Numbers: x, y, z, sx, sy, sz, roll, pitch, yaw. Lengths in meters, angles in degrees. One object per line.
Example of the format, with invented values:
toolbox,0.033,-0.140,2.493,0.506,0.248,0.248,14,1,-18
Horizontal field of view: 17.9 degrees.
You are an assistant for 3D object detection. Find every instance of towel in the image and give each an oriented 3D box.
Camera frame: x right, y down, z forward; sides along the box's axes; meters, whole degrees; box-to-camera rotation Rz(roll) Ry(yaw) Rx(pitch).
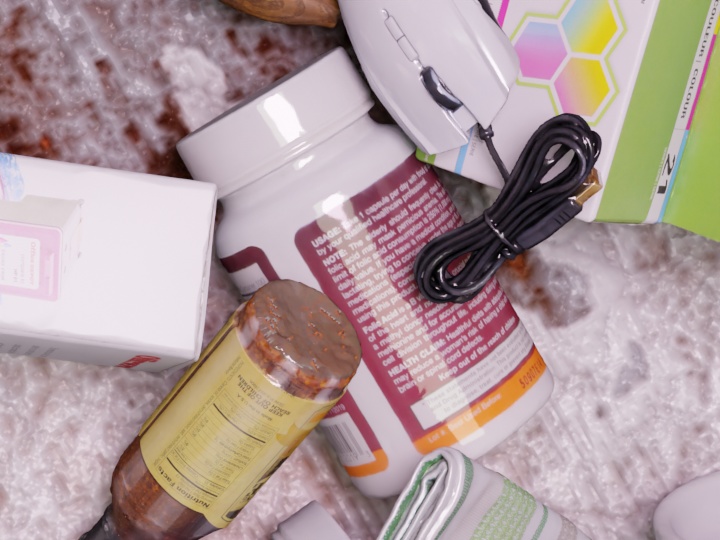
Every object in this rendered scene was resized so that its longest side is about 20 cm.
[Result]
towel,0.054,0.178,1.117,0.149,0.031,0.200,-59,142,-3

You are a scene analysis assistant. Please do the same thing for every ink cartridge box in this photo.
ink cartridge box,-0.175,-0.006,1.072,0.200,0.145,0.085,9,83,-11
ink cartridge box,0.142,-0.090,1.053,0.076,0.200,0.148,0,108,-54

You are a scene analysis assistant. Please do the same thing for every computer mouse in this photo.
computer mouse,0.033,-0.093,1.057,0.044,0.110,0.200,2,56,-50

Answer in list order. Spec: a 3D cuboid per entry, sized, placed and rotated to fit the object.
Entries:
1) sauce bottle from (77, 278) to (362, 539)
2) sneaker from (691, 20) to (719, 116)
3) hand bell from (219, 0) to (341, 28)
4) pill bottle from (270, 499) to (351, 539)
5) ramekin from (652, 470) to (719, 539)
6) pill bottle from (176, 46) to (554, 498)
sauce bottle,-0.076,0.088,1.092,0.066,0.066,0.200,35,125,-10
sneaker,0.175,-0.110,1.130,0.200,0.085,0.077,4,93,33
hand bell,-0.104,-0.157,1.094,0.200,0.104,0.104,21,87,-5
pill bottle,-0.076,0.205,1.114,0.200,0.112,0.112,-36,97,-7
ramekin,0.248,0.161,1.136,0.200,0.200,0.098,-8,100,-11
pill bottle,0.000,0.000,1.123,0.114,0.114,0.200,-31,97,-9
